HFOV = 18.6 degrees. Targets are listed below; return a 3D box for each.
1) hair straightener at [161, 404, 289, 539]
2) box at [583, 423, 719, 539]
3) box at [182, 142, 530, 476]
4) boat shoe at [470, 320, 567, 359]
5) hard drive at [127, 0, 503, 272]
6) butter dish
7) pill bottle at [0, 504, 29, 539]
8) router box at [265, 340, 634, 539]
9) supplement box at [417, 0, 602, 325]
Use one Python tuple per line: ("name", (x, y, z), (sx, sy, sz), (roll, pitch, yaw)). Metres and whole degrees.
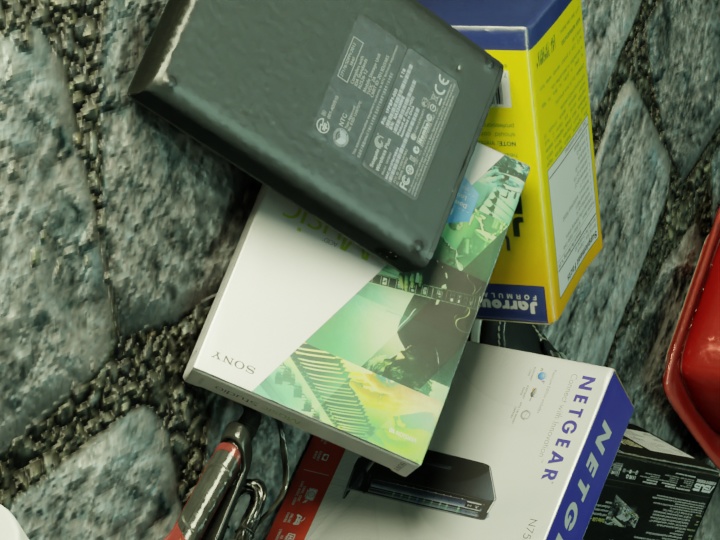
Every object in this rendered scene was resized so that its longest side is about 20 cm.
("hair straightener", (-0.091, 0.162, 1.267), (0.077, 0.041, 0.200), (58, 46, -48))
("box", (0.137, 0.185, 1.522), (0.200, 0.086, 0.164), (14, 101, -48))
("box", (0.000, 0.000, 1.275), (0.036, 0.144, 0.200), (134, -22, -71))
("boat shoe", (0.130, 0.089, 1.573), (0.074, 0.060, 0.200), (-56, 141, -35))
("hard drive", (-0.020, -0.108, 1.225), (0.200, 0.033, 0.140), (33, 68, -28))
("butter dish", (0.360, 0.061, 1.856), (0.200, 0.148, 0.200), (48, 57, -51))
("pill bottle", (-0.169, 0.207, 1.072), (0.113, 0.113, 0.200), (-55, 140, -35))
("router box", (0.049, 0.139, 1.342), (0.200, 0.179, 0.049), (-65, 146, -24))
("supplement box", (0.080, -0.080, 1.389), (0.109, 0.109, 0.200), (-50, 138, -55))
